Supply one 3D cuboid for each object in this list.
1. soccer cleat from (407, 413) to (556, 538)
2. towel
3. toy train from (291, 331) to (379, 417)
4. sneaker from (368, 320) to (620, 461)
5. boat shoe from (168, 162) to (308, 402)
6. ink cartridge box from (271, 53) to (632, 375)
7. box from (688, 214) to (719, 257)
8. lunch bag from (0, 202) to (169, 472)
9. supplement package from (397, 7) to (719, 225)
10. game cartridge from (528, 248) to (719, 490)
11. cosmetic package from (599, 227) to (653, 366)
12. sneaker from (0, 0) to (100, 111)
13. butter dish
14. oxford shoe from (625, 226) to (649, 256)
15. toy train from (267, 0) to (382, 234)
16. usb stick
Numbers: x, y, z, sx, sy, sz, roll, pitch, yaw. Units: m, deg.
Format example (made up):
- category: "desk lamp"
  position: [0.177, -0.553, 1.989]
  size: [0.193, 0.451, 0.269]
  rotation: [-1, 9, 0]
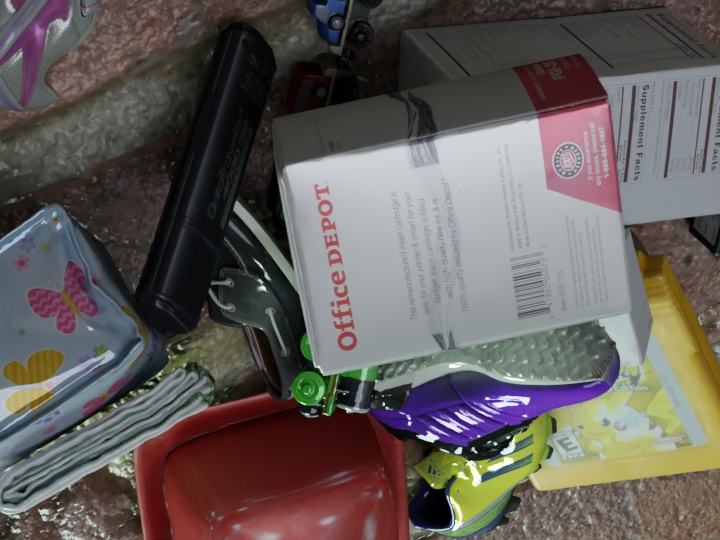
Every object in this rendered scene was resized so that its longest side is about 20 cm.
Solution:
- category: "soccer cleat"
  position: [0.083, 0.129, 1.433]
  size: [0.083, 0.065, 0.201]
  rotation: [-3, 142, -17]
- category: "towel"
  position: [-0.162, 0.101, 1.284]
  size: [0.148, 0.200, 0.031]
  rotation: [-29, 92, -4]
- category: "toy train"
  position: [0.000, 0.000, 1.295]
  size: [0.056, 0.042, 0.202]
  rotation: [12, 97, 4]
- category: "sneaker"
  position: [0.090, 0.080, 1.325]
  size: [0.199, 0.070, 0.100]
  rotation: [-3, 130, 34]
- category: "boat shoe"
  position: [-0.075, 0.007, 1.325]
  size: [0.067, 0.072, 0.201]
  rotation: [-35, 127, -5]
- category: "ink cartridge box"
  position: [0.054, -0.035, 1.214]
  size: [0.198, 0.083, 0.148]
  rotation: [-11, 118, -2]
- category: "box"
  position: [0.331, -0.110, 1.438]
  size: [0.160, 0.049, 0.201]
  rotation: [-3, 119, -24]
- category: "lunch bag"
  position: [-0.230, 0.058, 1.222]
  size: [0.199, 0.170, 0.128]
  rotation: [-35, 85, -2]
- category: "supplement package"
  position: [0.134, -0.097, 1.325]
  size: [0.198, 0.114, 0.110]
  rotation: [-7, 119, -18]
- category: "game cartridge"
  position: [0.166, 0.074, 1.430]
  size: [0.175, 0.033, 0.201]
  rotation: [-11, 131, 28]
- category: "cosmetic package"
  position: [0.090, 0.021, 1.352]
  size: [0.198, 0.051, 0.083]
  rotation: [-3, 130, 23]
- category: "sneaker"
  position: [-0.191, -0.179, 1.174]
  size: [0.088, 0.082, 0.201]
  rotation: [11, 122, -28]
- category: "butter dish"
  position: [-0.044, 0.195, 1.400]
  size: [0.198, 0.148, 0.201]
  rotation: [-13, 122, -14]
- category: "oxford shoe"
  position: [0.199, 0.051, 1.460]
  size: [0.070, 0.074, 0.201]
  rotation: [-32, 126, -5]
- category: "toy train"
  position: [-0.026, -0.113, 1.302]
  size: [0.045, 0.034, 0.201]
  rotation: [8, 116, -14]
- category: "usb stick"
  position: [-0.094, -0.057, 1.232]
  size: [0.055, 0.032, 0.201]
  rotation: [49, 51, -54]
